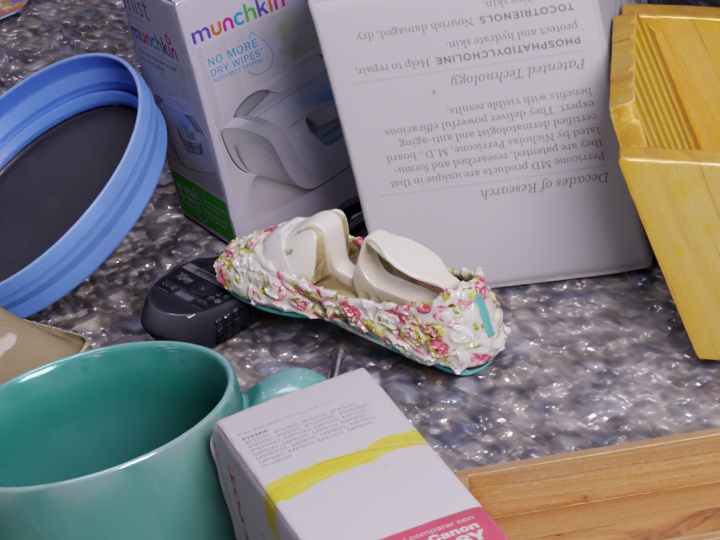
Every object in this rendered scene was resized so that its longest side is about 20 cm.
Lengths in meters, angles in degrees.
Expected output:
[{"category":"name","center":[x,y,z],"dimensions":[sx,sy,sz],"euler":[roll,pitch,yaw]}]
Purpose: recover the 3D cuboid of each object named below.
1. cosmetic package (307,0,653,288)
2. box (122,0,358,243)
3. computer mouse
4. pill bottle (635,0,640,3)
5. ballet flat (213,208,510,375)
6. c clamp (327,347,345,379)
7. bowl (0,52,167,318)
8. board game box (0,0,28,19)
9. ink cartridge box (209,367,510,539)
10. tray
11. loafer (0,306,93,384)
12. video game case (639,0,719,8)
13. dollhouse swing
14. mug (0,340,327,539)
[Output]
[{"category":"cosmetic package","center":[0.080,-0.116,1.700],"dimensions":[0.166,0.201,0.168],"euler":[-8,28,13]},{"category":"box","center":[-0.033,-0.139,1.825],"dimensions":[0.199,0.177,0.097],"euler":[-24,29,-21]},{"category":"computer mouse","center":[-0.052,0.003,1.732],"dimensions":[0.200,0.034,0.059],"euler":[-26,37,-36]},{"category":"pill bottle","center":[0.217,-0.205,1.806],"dimensions":[0.111,0.201,0.111],"euler":[-11,28,6]},{"category":"ballet flat","center":[0.000,0.000,1.635],"dimensions":[0.199,0.064,0.076],"euler":[18,41,30]},{"category":"c clamp","center":[-0.108,0.099,1.559],"dimensions":[0.199,0.027,0.171],"euler":[-3,28,2]},{"category":"bowl","center":[-0.205,-0.048,1.801],"dimensions":[0.200,0.039,0.201],"euler":[-28,36,23]},{"category":"board game box","center":[-0.364,-0.218,2.276],"dimensions":[0.199,0.039,0.158],"euler":[-24,29,-20]},{"category":"ink cartridge box","center":[0.012,0.153,1.283],"dimensions":[0.083,0.146,0.200],"euler":[-20,28,-13]},{"category":"tray","center":[0.147,0.122,1.400],"dimensions":[0.199,0.037,0.099],"euler":[-9,27,7]},{"category":"loafer","center":[-0.236,0.046,1.687],"dimensions":[0.199,0.068,0.076],"euler":[6,33,34]},{"category":"video game case","center":[0.241,-0.147,1.656],"dimensions":[0.181,0.200,0.023],"euler":[29,81,13]},{"category":"dollhouse swing","center":[0.250,-0.065,1.580],"dimensions":[0.175,0.182,0.200],"euler":[-17,25,16]},{"category":"mug","center":[-0.107,0.119,1.400],"dimensions":[0.184,0.115,0.152],"euler":[0,26,31]}]
